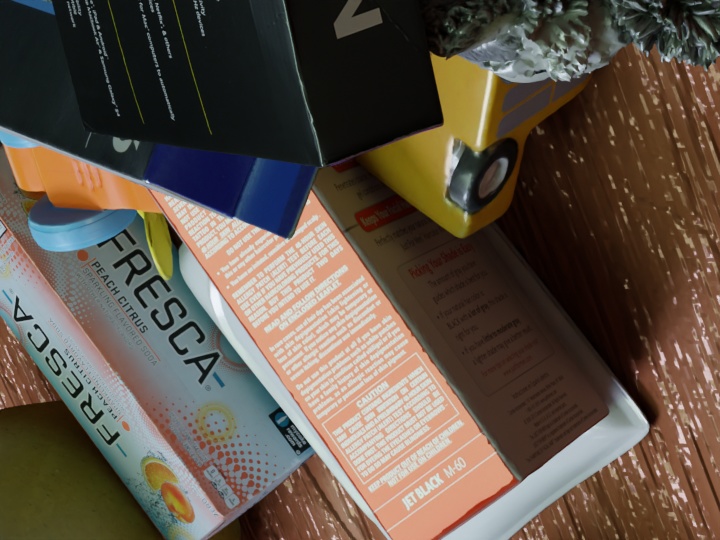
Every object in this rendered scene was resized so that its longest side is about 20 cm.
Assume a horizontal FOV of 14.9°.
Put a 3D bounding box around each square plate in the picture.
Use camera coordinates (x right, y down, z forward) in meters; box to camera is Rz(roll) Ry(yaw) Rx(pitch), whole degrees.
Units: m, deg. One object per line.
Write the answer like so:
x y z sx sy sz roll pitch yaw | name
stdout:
0.010 0.031 1.166 0.198 0.028 0.200 52 146 6 | square plate

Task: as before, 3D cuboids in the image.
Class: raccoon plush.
0.086 -0.138 0.829 0.097 0.133 0.201 -116 35 -58 | raccoon plush

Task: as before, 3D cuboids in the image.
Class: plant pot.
-0.141 0.142 1.342 0.199 0.142 0.201 32 140 31 | plant pot

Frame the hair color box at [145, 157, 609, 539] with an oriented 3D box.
0.000 0.000 1.047 0.064 0.111 0.201 -36 85 25 | hair color box

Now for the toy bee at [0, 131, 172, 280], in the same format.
-0.120 -0.067 1.188 0.199 0.109 0.132 17 128 17 | toy bee

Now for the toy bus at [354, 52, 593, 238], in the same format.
0.046 -0.109 0.958 0.065 0.078 0.201 35 141 25 | toy bus

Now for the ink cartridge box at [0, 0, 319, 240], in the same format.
-0.083 -0.085 0.991 0.199 0.039 0.100 20 88 43 | ink cartridge box

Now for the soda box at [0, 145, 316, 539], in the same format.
-0.109 0.028 1.271 0.200 0.068 0.064 54 148 3 | soda box

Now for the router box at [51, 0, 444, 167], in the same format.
-0.054 -0.137 0.839 0.149 0.051 0.201 12 120 55 | router box
